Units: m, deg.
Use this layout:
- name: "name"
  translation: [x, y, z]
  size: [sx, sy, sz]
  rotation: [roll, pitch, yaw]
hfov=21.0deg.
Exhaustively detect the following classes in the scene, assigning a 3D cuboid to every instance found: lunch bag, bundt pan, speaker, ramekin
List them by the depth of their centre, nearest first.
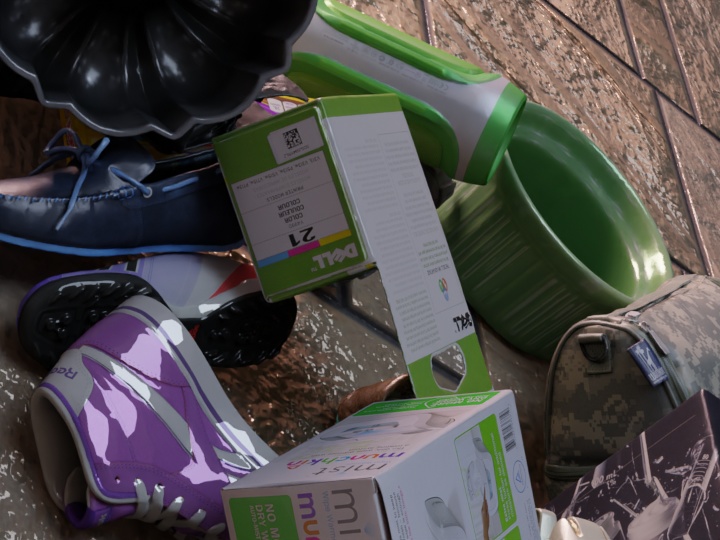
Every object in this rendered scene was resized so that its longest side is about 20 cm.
- name: "bundt pan"
  translation: [-0.127, -0.177, 1.106]
  size: [0.202, 0.202, 0.076]
  rotation: [40, -6, -18]
- name: "lunch bag"
  translation: [0.214, 0.098, 1.373]
  size: [0.200, 0.139, 0.169]
  rotation: [-20, 102, -58]
- name: "speaker"
  translation: [0.017, -0.136, 1.416]
  size: [0.199, 0.089, 0.088]
  rotation: [26, 27, 6]
- name: "ramekin"
  translation: [0.144, -0.026, 1.524]
  size: [0.200, 0.098, 0.200]
  rotation: [36, 31, -25]

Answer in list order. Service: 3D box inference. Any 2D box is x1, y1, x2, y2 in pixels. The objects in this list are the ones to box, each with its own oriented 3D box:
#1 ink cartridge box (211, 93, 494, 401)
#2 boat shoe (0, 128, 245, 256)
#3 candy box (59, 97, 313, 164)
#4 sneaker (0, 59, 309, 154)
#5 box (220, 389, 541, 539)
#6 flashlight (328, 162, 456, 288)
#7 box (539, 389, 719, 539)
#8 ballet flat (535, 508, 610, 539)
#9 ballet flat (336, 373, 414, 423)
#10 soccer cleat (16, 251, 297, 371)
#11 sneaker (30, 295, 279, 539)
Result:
- name: "ink cartridge box"
  translation: [0.000, 0.000, 1.168]
  size: [0.148, 0.075, 0.201]
  rotation: [-17, 89, -70]
- name: "boat shoe"
  translation: [-0.147, -0.050, 1.123]
  size: [0.084, 0.069, 0.200]
  rotation: [21, 17, 36]
- name: "candy box"
  translation: [-0.097, -0.084, 1.256]
  size: [0.199, 0.026, 0.103]
  rotation: [9, 48, -27]
- name: "sneaker"
  translation: [-0.135, -0.114, 1.192]
  size: [0.199, 0.060, 0.104]
  rotation: [-13, 51, -46]
- name: "box"
  translation: [0.027, 0.182, 1.014]
  size: [0.176, 0.096, 0.201]
  rotation: [-24, 105, -60]
- name: "flashlight"
  translation: [0.016, -0.045, 1.393]
  size: [0.068, 0.068, 0.200]
  rotation: [66, 27, -5]
- name: "box"
  translation: [0.181, 0.210, 1.181]
  size: [0.104, 0.200, 0.183]
  rotation: [35, 31, -25]
- name: "ballet flat"
  translation: [0.110, 0.174, 1.140]
  size: [0.070, 0.200, 0.066]
  rotation: [17, 81, -31]
- name: "ballet flat"
  translation: [0.032, 0.142, 1.181]
  size: [0.068, 0.072, 0.201]
  rotation: [31, 34, -34]
- name: "soccer cleat"
  translation: [-0.127, 0.021, 1.120]
  size: [0.199, 0.068, 0.073]
  rotation: [-2, 28, -47]
- name: "sneaker"
  translation: [-0.101, 0.125, 1.031]
  size: [0.201, 0.073, 0.114]
  rotation: [52, 47, -8]
